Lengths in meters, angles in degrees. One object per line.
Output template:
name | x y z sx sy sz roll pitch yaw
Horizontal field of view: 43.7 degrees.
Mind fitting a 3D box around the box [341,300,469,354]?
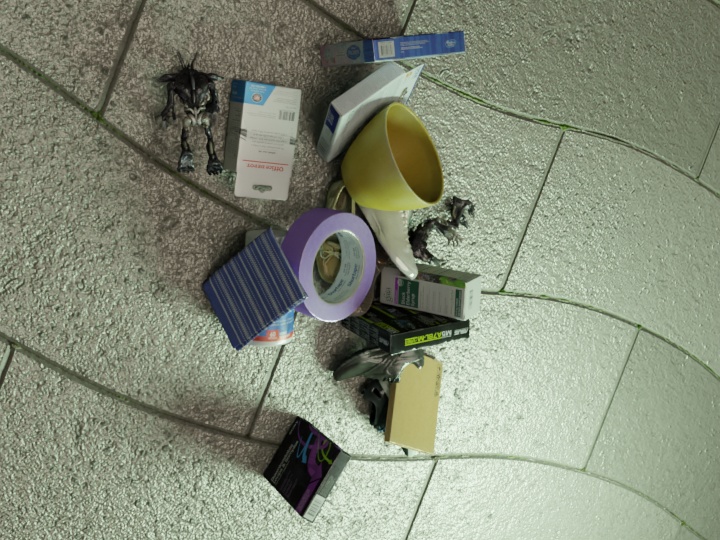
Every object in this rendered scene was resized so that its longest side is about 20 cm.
box | 0.088 0.105 1.809 0.190 0.199 0.048 -11 109 -29

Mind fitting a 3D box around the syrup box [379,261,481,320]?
syrup box | 0.140 0.037 1.819 0.081 0.197 0.080 -20 116 -56

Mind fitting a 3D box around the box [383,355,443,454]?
box | 0.115 0.278 1.915 0.162 0.021 0.204 26 67 -46

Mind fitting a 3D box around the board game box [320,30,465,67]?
board game box | 0.057 -0.408 1.657 0.197 0.198 0.044 -13 104 -29

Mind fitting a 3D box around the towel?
towel | -0.192 0.037 1.614 0.024 0.199 0.146 -12 70 -58

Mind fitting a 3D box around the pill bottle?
pill bottle | -0.177 0.031 1.677 0.111 0.112 0.204 -6 106 -30

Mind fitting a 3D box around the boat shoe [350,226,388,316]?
boat shoe | 0.000 0.000 1.806 0.075 0.072 0.202 31 66 -19

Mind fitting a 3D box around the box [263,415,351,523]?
box | -0.109 0.384 1.759 0.036 0.199 0.144 34 84 -29

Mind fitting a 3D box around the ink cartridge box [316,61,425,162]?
ink cartridge box | 0.015 -0.305 1.671 0.199 0.200 0.041 -36 82 -19

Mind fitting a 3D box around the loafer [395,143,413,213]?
loafer | 0.077 -0.162 1.814 0.071 0.063 0.204 -14 109 -30

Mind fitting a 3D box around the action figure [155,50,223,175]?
action figure | -0.290 -0.266 1.535 0.117 0.102 0.204 -4 79 -24

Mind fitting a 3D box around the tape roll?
tape roll | -0.060 -0.011 1.661 0.198 0.065 0.204 -16 112 -44

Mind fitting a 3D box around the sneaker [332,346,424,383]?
sneaker | 0.040 0.195 1.837 0.197 0.076 0.092 -21 90 4

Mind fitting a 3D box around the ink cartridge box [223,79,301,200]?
ink cartridge box | -0.181 -0.236 1.632 0.114 0.068 0.204 2 101 -32

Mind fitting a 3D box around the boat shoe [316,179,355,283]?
boat shoe | -0.044 -0.074 1.750 0.072 0.063 0.205 10 96 -10

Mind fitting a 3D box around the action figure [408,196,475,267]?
action figure | 0.161 -0.068 1.858 0.199 0.119 0.102 -39 82 -27

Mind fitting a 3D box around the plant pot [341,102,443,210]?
plant pot | 0.047 -0.193 1.695 0.199 0.140 0.203 37 42 -42

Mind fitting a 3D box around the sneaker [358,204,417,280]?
sneaker | 0.072 -0.082 1.767 0.088 0.075 0.202 -31 82 2

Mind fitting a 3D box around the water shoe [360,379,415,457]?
water shoe | 0.058 0.321 1.935 0.078 0.072 0.203 -22 109 -3
